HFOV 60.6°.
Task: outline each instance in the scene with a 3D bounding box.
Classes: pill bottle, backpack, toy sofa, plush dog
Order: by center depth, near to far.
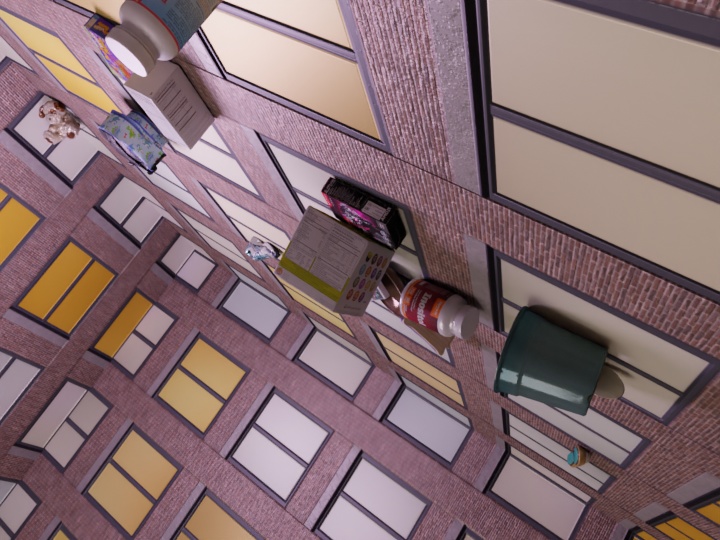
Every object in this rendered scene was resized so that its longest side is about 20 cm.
[{"bbox_3d":[-0.320,-0.421,1.007,0.108,0.202,0.109,32,166,9],"label":"pill bottle"},{"bbox_3d":[0.207,0.103,1.615,0.198,0.114,0.113,23,161,40],"label":"pill bottle"},{"bbox_3d":[0.192,0.166,1.880,0.199,0.098,0.082,40,165,-20],"label":"toy sofa"},{"bbox_3d":[-0.761,-0.449,2.065,0.181,0.148,0.200,25,166,39],"label":"backpack"},{"bbox_3d":[-1.376,-0.697,2.819,0.196,0.162,0.173,-5,131,26],"label":"plush dog"}]

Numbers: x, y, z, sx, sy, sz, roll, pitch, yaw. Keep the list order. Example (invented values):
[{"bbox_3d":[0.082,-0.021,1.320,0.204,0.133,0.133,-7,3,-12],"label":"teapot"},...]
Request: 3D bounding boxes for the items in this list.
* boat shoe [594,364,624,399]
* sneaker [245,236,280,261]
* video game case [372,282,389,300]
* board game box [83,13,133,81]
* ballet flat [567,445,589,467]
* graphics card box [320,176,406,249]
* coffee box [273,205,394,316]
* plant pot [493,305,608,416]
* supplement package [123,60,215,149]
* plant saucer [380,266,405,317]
[{"bbox_3d":[0.515,0.240,1.413,0.198,0.072,0.062,24,168,46],"label":"boat shoe"},{"bbox_3d":[-0.408,-0.070,2.563,0.198,0.087,0.078,21,161,46],"label":"sneaker"},{"bbox_3d":[0.000,0.000,1.835,0.202,0.023,0.181,58,163,-5],"label":"video game case"},{"bbox_3d":[-0.616,-0.553,1.601,0.133,0.045,0.200,34,166,9],"label":"board game box"},{"bbox_3d":[0.777,0.657,2.173,0.062,0.070,0.200,3,161,10],"label":"ballet flat"},{"bbox_3d":[0.008,-0.135,1.454,0.198,0.051,0.126,28,164,26],"label":"graphics card box"},{"bbox_3d":[-0.063,-0.020,1.591,0.198,0.200,0.199,30,-176,22],"label":"coffee box"},{"bbox_3d":[0.414,0.204,1.327,0.193,0.203,0.201,19,160,24],"label":"plant pot"},{"bbox_3d":[-0.478,-0.423,1.555,0.113,0.110,0.201,29,165,25],"label":"supplement package"},{"bbox_3d":[0.082,0.044,1.789,0.201,0.036,0.201,49,163,21],"label":"plant saucer"}]
